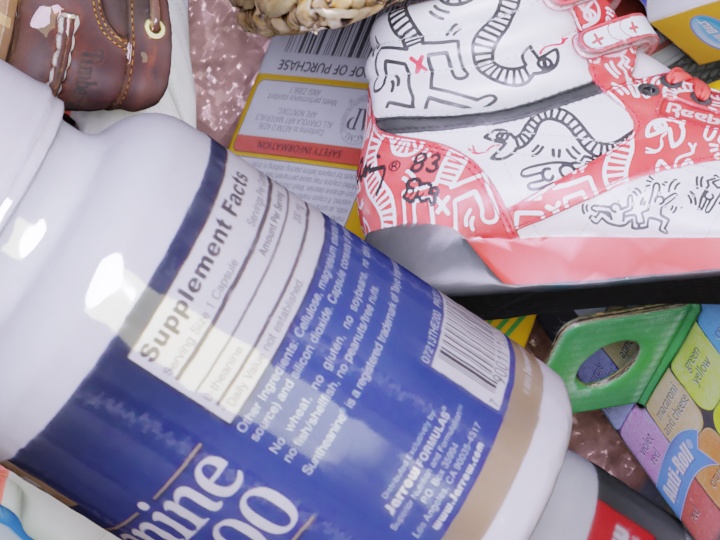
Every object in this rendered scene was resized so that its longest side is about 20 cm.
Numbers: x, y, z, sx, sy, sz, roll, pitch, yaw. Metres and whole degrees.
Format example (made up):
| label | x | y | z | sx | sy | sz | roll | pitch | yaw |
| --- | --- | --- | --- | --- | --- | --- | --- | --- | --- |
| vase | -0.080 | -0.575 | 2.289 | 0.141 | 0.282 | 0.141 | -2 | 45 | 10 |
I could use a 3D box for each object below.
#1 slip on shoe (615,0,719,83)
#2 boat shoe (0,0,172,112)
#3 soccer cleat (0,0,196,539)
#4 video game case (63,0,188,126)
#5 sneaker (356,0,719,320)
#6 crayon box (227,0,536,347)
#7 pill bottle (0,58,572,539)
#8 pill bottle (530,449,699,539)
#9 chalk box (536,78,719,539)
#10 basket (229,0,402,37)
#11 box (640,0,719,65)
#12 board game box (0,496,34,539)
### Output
| label | x | y | z | sx | sy | sz | roll | pitch | yaw |
| --- | --- | --- | --- | --- | --- | --- | --- | --- | --- |
| slip on shoe | 0.096 | -0.084 | 1.055 | 0.200 | 0.074 | 0.061 | -39 | 65 | -5 |
| boat shoe | -0.095 | -0.133 | 0.944 | 0.070 | 0.070 | 0.200 | 7 | 57 | -15 |
| soccer cleat | -0.072 | -0.003 | 0.953 | 0.077 | 0.069 | 0.200 | 10 | 73 | -8 |
| video game case | -0.159 | -0.067 | 0.996 | 0.200 | 0.036 | 0.182 | 4 | 88 | -15 |
| sneaker | 0.098 | -0.044 | 0.892 | 0.201 | 0.067 | 0.108 | -3 | 78 | 4 |
| crayon box | 0.000 | 0.000 | 0.978 | 0.052 | 0.126 | 0.200 | 35 | 72 | -43 |
| pill bottle | -0.048 | 0.025 | 0.829 | 0.200 | 0.111 | 0.111 | 34 | 82 | -13 |
| pill bottle | 0.080 | 0.134 | 1.021 | 0.200 | 0.114 | 0.114 | 33 | 83 | -13 |
| chalk box | 0.148 | 0.009 | 0.993 | 0.200 | 0.125 | 0.124 | -25 | 67 | -27 |
| basket | 0.035 | -0.174 | 0.919 | 0.200 | 0.143 | 0.149 | -21 | 98 | -9 |
| box | 0.172 | -0.146 | 0.978 | 0.041 | 0.200 | 0.119 | 32 | 53 | -42 |
| board game box | -0.139 | 0.134 | 0.951 | 0.105 | 0.103 | 0.200 | -36 | 101 | 21 |
